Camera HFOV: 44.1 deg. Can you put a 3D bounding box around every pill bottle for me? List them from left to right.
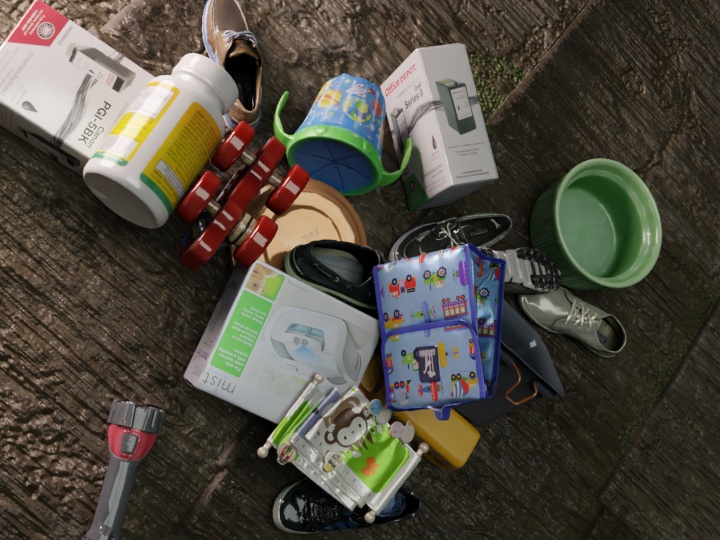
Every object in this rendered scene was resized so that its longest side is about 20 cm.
[{"bbox_3d":[-0.233,-0.161,1.073,0.112,0.113,0.201,35,67,-13],"label":"pill bottle"}]

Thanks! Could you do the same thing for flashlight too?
[{"bbox_3d":[-0.294,0.261,1.076,0.068,0.067,0.202,27,71,-52],"label":"flashlight"}]

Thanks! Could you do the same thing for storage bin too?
[{"bbox_3d":[0.167,0.130,1.210,0.200,0.134,0.146,38,26,-39],"label":"storage bin"}]

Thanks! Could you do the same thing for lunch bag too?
[{"bbox_3d":[0.099,0.086,1.107,0.094,0.149,0.203,20,64,-47],"label":"lunch bag"}]

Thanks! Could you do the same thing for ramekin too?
[{"bbox_3d":[0.362,-0.064,1.393,0.198,0.098,0.203,5,78,-22],"label":"ramekin"}]

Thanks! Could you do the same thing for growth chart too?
[{"bbox_3d":[-0.015,0.220,1.123,0.199,0.018,0.146,38,76,-18],"label":"growth chart"}]

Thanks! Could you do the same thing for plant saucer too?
[{"bbox_3d":[-0.082,-0.030,1.226,0.198,0.032,0.203,2,85,-22],"label":"plant saucer"}]

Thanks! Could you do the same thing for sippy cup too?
[{"bbox_3d":[-0.023,-0.196,1.248,0.178,0.139,0.132,39,54,-38],"label":"sippy cup"}]

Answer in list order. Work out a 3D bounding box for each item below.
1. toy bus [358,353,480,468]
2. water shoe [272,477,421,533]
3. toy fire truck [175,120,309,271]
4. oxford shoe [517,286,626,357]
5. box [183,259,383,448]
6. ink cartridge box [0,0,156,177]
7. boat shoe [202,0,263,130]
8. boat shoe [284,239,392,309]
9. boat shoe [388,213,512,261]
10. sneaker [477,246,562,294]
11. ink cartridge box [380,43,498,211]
[{"bbox_3d":[0.065,0.189,1.229,0.200,0.078,0.065,42,67,-10],"label":"toy bus"},{"bbox_3d":[-0.016,0.305,1.172,0.198,0.079,0.072,-2,80,-23],"label":"water shoe"},{"bbox_3d":[-0.165,-0.079,1.122,0.112,0.168,0.201,37,63,-13],"label":"toy fire truck"},{"bbox_3d":[0.333,0.072,1.378,0.199,0.058,0.076,30,74,-12],"label":"oxford shoe"},{"bbox_3d":[-0.099,0.105,1.150,0.199,0.097,0.178,28,81,-19],"label":"box"},{"bbox_3d":[-0.361,-0.218,1.127,0.199,0.083,0.148,32,69,-14],"label":"ink cartridge box"},{"bbox_3d":[-0.167,-0.296,1.230,0.071,0.072,0.202,-12,84,-24],"label":"boat shoe"},{"bbox_3d":[0.000,-0.002,1.194,0.198,0.066,0.075,19,55,-24],"label":"boat shoe"},{"bbox_3d":[0.133,-0.049,1.306,0.198,0.071,0.073,-22,84,-23],"label":"boat shoe"},{"bbox_3d":[0.209,0.007,1.324,0.198,0.090,0.067,4,70,-33],"label":"sneaker"},{"bbox_3d":[0.110,-0.205,1.289,0.083,0.146,0.202,-11,83,-23],"label":"ink cartridge box"}]
